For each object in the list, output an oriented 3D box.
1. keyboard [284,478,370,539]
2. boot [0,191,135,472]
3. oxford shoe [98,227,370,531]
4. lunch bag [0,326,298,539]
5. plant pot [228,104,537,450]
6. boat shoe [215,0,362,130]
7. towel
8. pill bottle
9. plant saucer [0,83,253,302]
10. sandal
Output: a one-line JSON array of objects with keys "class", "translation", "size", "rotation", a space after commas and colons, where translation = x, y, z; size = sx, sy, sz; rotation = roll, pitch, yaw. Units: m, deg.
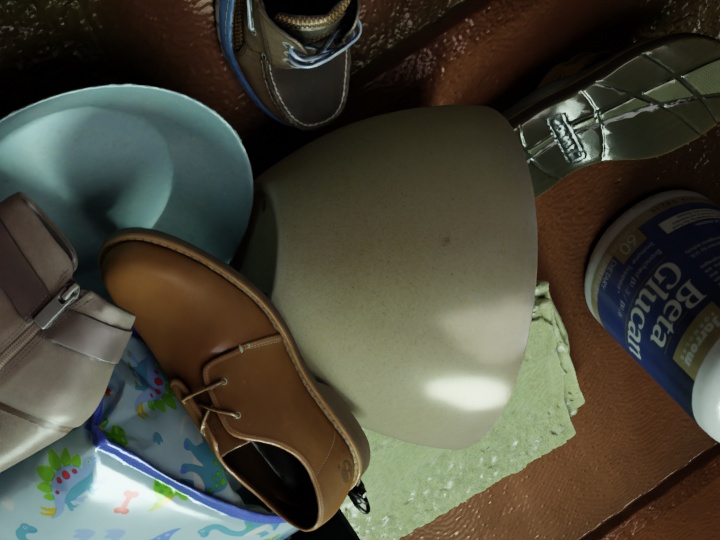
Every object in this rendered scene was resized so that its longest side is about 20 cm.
[{"class": "keyboard", "translation": [-0.030, 0.146, 1.602], "size": [0.040, 0.200, 0.104], "rotation": [21, 110, -37]}, {"class": "boot", "translation": [-0.223, 0.017, 1.402], "size": [0.200, 0.070, 0.146], "rotation": [42, 94, -3]}, {"class": "oxford shoe", "translation": [-0.073, 0.060, 1.457], "size": [0.071, 0.071, 0.200], "rotation": [-34, 105, 35]}, {"class": "lunch bag", "translation": [-0.139, 0.129, 1.534], "size": [0.170, 0.128, 0.200], "rotation": [-32, 133, 28]}, {"class": "plant pot", "translation": [0.000, 0.000, 1.529], "size": [0.134, 0.200, 0.201], "rotation": [4, 122, -21]}, {"class": "boat shoe", "translation": [-0.038, -0.146, 1.459], "size": [0.072, 0.072, 0.200], "rotation": [-28, 135, -13]}, {"class": "towel", "translation": [0.055, 0.098, 1.745], "size": [0.200, 0.036, 0.149], "rotation": [-31, 136, -12]}, {"class": "pill bottle", "translation": [0.240, 0.044, 1.714], "size": [0.111, 0.200, 0.111], "rotation": [-19, 132, -23]}, {"class": "plant saucer", "translation": [-0.159, -0.033, 1.476], "size": [0.200, 0.039, 0.201], "rotation": [-15, 136, -16]}, {"class": "sandal", "translation": [0.136, -0.097, 1.643], "size": [0.200, 0.055, 0.082], "rotation": [-26, 130, 4]}]
